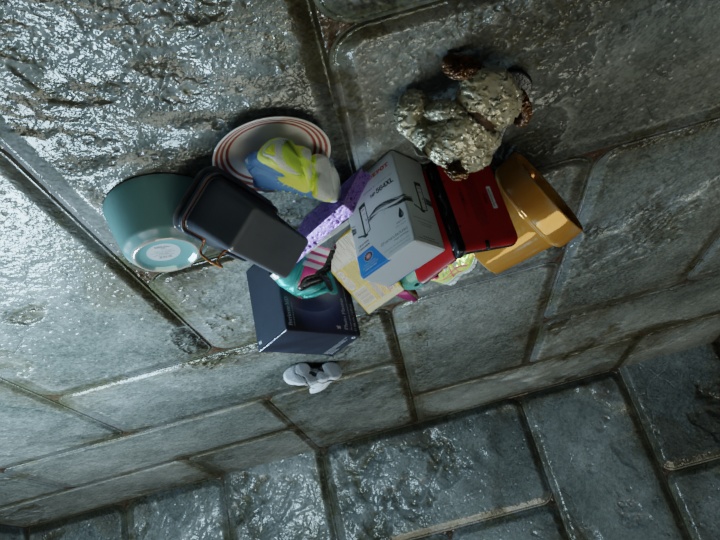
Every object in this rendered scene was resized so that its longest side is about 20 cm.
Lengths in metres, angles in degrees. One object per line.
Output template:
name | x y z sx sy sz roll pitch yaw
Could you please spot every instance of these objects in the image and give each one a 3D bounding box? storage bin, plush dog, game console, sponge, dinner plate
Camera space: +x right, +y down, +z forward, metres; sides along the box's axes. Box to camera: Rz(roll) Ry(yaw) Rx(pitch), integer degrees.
storage bin | -0.195 -0.061 1.087 0.146 0.134 0.200 -58 144 0
plush dog | 0.175 -0.240 1.009 0.200 0.161 0.172 26 114 -23
game console | 0.175 -0.096 1.212 0.172 0.201 0.119 -10 153 -10
sponge | -0.063 -0.102 1.209 0.030 0.112 0.200 38 135 -17
dinner plate | -0.149 -0.197 1.085 0.199 0.024 0.200 -12 152 -6

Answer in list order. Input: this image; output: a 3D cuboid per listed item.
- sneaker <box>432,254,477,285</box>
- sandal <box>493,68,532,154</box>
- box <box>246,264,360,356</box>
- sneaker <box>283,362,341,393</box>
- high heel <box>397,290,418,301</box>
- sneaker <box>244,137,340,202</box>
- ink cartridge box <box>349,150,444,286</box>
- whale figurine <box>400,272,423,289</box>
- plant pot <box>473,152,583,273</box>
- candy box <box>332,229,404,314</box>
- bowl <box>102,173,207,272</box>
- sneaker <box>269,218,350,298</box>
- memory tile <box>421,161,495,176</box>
sneaker | 0.215 -0.023 1.549 0.090 0.078 0.200 4 147 -19
sandal | 0.225 -0.262 1.116 0.075 0.045 0.200 26 125 -13
box | -0.127 0.072 1.417 0.198 0.201 0.123 8 146 -38
sneaker | -0.166 0.351 2.071 0.199 0.075 0.115 -1 148 -32
high heel | 0.063 0.045 1.607 0.096 0.068 0.200 -37 132 19
sneaker | -0.117 -0.163 1.084 0.105 0.076 0.200 -7 159 28
ink cartridge box | 0.056 -0.095 1.191 0.084 0.201 0.146 15 141 -41
whale figurine | 0.131 -0.030 1.460 0.159 0.104 0.200 3 146 -30
plant pot | 0.301 -0.097 1.271 0.183 0.201 0.200 -42 144 22
candy box | 0.000 0.000 1.412 0.102 0.026 0.200 -36 118 9
bowl | -0.347 -0.069 1.140 0.200 0.105 0.201 -12 154 -6
sneaker | -0.074 -0.012 1.318 0.200 0.084 0.121 -39 106 1
memory tile | 0.177 -0.172 1.308 0.200 0.017 0.153 15 140 -44
